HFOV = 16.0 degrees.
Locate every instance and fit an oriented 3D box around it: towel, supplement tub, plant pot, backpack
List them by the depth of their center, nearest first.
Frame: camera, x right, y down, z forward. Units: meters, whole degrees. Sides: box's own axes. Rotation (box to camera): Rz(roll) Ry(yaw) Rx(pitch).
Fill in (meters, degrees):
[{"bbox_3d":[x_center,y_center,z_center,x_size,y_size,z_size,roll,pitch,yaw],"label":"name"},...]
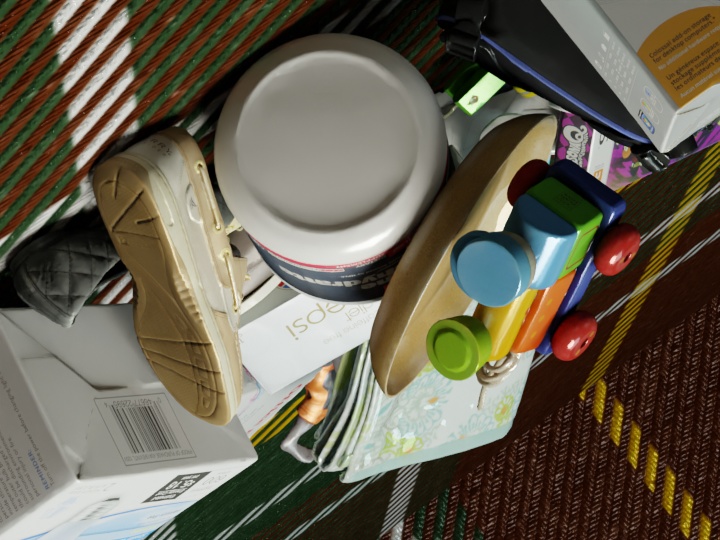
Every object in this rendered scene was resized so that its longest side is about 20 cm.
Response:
[{"bbox_3d":[0.058,-0.014,1.570,0.200,0.027,0.200,-56,170,-15],"label":"plant pot"},{"bbox_3d":[0.159,-0.162,1.589,0.147,0.183,0.200,-60,172,7],"label":"backpack"},{"bbox_3d":[-0.010,-0.056,1.593,0.140,0.141,0.200,-36,168,-2],"label":"supplement tub"},{"bbox_3d":[0.061,0.064,1.893,0.200,0.048,0.172,-15,133,-42],"label":"towel"}]

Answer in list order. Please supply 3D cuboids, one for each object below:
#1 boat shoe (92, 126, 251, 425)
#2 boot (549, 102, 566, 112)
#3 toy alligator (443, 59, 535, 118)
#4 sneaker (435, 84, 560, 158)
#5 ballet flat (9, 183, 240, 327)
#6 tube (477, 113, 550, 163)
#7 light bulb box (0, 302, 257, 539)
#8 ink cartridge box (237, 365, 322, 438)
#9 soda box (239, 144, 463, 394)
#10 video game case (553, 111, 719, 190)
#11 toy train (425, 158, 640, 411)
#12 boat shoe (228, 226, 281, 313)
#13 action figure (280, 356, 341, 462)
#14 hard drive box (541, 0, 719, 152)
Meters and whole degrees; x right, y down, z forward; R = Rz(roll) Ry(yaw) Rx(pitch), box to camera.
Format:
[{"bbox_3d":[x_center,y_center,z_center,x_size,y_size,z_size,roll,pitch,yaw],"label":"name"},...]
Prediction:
[{"bbox_3d":[-0.099,0.003,1.553,0.069,0.074,0.201,-43,135,-34],"label":"boat shoe"},{"bbox_3d":[0.194,-0.157,1.789,0.200,0.073,0.096,-17,119,-62],"label":"boot"},{"bbox_3d":[0.096,-0.149,1.769,0.200,0.059,0.054,-41,-152,17],"label":"toy alligator"},{"bbox_3d":[0.084,-0.090,1.882,0.200,0.081,0.076,-27,166,-33],"label":"sneaker"},{"bbox_3d":[-0.139,-0.009,1.604,0.200,0.057,0.066,-24,162,-47],"label":"ballet flat"},{"bbox_3d":[0.103,-0.054,1.843,0.077,0.051,0.200,-10,162,-5],"label":"tube"},{"bbox_3d":[-0.212,0.122,1.629,0.200,0.125,0.198,-36,162,28],"label":"light bulb box"},{"bbox_3d":[-0.141,0.098,1.928,0.145,0.088,0.200,-43,165,27],"label":"ink cartridge box"},{"bbox_3d":[0.000,0.000,1.758,0.199,0.064,0.068,-29,129,10],"label":"soda box"},{"bbox_3d":[0.223,-0.159,1.918,0.200,0.036,0.182,-24,131,-46],"label":"video game case"},{"bbox_3d":[0.080,0.036,1.542,0.116,0.085,0.200,-30,151,-48],"label":"toy train"},{"bbox_3d":[-0.065,-0.029,1.731,0.200,0.060,0.072,-34,-148,2],"label":"boat shoe"},{"bbox_3d":[-0.022,0.071,2.016,0.104,0.201,0.194,9,137,-32],"label":"action figure"},{"bbox_3d":[0.175,-0.196,1.454,0.156,0.200,0.077,-36,167,-8],"label":"hard drive box"}]
